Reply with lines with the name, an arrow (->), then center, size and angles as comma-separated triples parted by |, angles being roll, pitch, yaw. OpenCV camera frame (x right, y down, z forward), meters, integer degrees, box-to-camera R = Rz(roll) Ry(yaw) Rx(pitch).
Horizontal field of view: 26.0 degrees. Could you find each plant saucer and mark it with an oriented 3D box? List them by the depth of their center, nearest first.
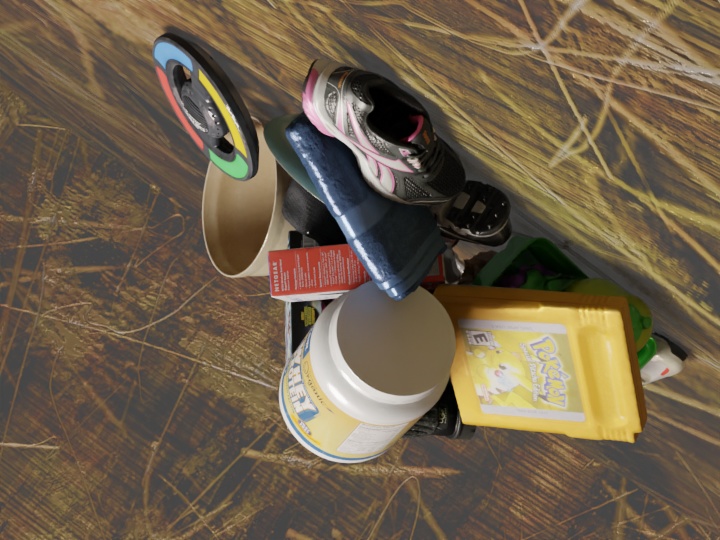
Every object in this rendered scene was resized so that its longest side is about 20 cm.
plant saucer -> -0.011, -0.107, 1.645 | 0.200, 0.027, 0.200 | 31, -159, -13

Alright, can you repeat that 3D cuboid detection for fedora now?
fedora -> -0.028, -0.076, 1.755 | 0.200, 0.092, 0.201 | 33, -167, -8

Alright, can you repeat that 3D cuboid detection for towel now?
towel -> 0.004, -0.074, 1.482 | 0.048, 0.112, 0.200 | -21, 107, 35

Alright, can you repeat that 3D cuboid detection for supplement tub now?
supplement tub -> 0.007, 0.102, 1.579 | 0.145, 0.145, 0.200 | 34, 151, -1

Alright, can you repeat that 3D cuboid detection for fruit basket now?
fruit basket -> 0.217, 0.065, 1.625 | 0.216, 0.156, 0.216 | 43, -173, -6

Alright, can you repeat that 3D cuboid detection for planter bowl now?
planter bowl -> -0.095, -0.087, 1.949 | 0.135, 0.201, 0.200 | 5, -169, -31

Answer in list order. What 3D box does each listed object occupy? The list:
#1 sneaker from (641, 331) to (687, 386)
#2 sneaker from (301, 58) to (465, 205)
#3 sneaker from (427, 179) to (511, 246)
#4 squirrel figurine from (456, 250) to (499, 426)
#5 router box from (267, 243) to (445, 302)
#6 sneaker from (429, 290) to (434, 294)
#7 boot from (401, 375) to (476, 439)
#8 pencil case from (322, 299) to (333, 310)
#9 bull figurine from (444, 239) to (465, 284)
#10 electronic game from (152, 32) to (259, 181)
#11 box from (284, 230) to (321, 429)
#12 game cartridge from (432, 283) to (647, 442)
sneaker -> 0.286, 0.130, 1.757 | 0.070, 0.094, 0.200 | 35, 153, -24
sneaker -> 0.036, -0.117, 1.410 | 0.086, 0.080, 0.200 | 11, 165, 48
sneaker -> 0.073, -0.075, 1.582 | 0.200, 0.067, 0.091 | 28, 170, 27
squirrel figurine -> 0.155, 0.086, 1.859 | 0.141, 0.187, 0.200 | 28, 172, 46
router box -> 0.000, 0.000, 1.669 | 0.179, 0.049, 0.200 | -5, 177, 3
sneaker -> 0.075, 0.043, 1.823 | 0.074, 0.085, 0.200 | 21, -153, -16
boot -> 0.028, 0.153, 1.789 | 0.158, 0.080, 0.211 | 1, 177, -16
pencil case -> -0.004, -0.005, 1.910 | 0.091, 0.200, 0.094 | 22, -150, 17
bull figurine -> 0.070, -0.030, 1.963 | 0.200, 0.065, 0.121 | 32, 168, 38
electronic game -> -0.185, -0.193, 1.857 | 0.200, 0.042, 0.200 | 47, 160, 22
box -> -0.067, 0.071, 1.829 | 0.040, 0.200, 0.137 | 0, 155, -4
game cartridge -> 0.182, 0.095, 1.571 | 0.200, 0.032, 0.176 | 4, 129, 28
